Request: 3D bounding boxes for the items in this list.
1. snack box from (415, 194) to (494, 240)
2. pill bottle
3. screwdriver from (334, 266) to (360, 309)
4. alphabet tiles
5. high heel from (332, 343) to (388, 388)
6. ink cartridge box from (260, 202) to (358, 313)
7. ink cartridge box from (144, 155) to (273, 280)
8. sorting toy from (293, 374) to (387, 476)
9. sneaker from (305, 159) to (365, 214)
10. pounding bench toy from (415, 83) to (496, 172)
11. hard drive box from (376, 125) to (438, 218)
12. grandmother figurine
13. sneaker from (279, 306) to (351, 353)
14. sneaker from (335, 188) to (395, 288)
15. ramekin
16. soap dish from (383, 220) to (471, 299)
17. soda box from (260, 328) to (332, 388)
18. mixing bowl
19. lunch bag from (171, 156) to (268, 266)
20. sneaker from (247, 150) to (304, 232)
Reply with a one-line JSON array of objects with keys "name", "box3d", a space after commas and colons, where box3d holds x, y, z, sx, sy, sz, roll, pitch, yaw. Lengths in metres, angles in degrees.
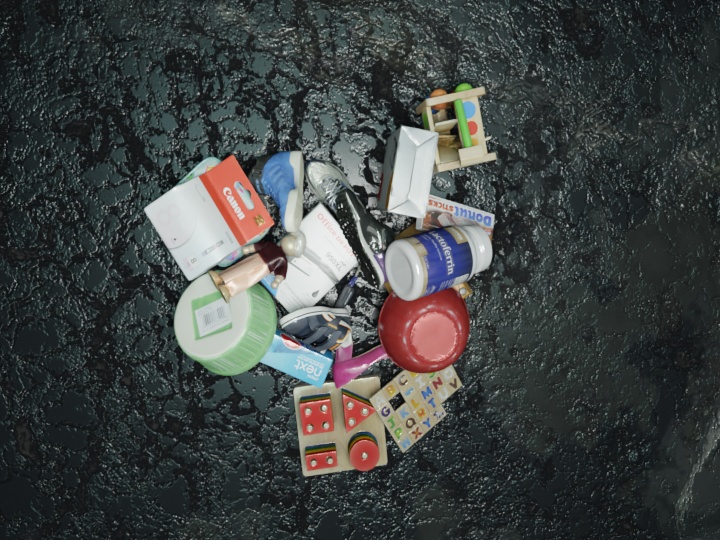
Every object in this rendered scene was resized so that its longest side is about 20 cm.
[{"name": "snack box", "box3d": [0.201, -0.103, 1.198, 0.196, 0.024, 0.074, 11, 82, -32]}, {"name": "pill bottle", "box3d": [0.154, -0.022, 1.108, 0.196, 0.115, 0.119, -16, 99, -29]}, {"name": "screwdriver", "box3d": [0.000, 0.000, 1.226, 0.029, 0.028, 0.203, 29, 102, -15]}, {"name": "alphabet tiles", "box3d": [0.132, 0.280, 1.257, 0.198, 0.008, 0.169, -37, 115, -12]}, {"name": "high heel", "box3d": [0.037, 0.206, 1.233, 0.194, 0.067, 0.099, 1, 77, -1]}, {"name": "ink cartridge box", "box3d": [-0.108, -0.021, 1.197, 0.200, 0.084, 0.145, -43, 98, 1]}, {"name": "ink cartridge box", "box3d": [-0.294, -0.104, 1.112, 0.197, 0.057, 0.165, -32, 95, 6]}, {"name": "sorting toy", "box3d": [-0.042, 0.349, 1.252, 0.193, 0.070, 0.206, -7, 97, -4]}, {"name": "sneaker", "box3d": [-0.039, -0.153, 1.188, 0.077, 0.085, 0.200, -42, 97, 1]}, {"name": "pounding bench toy", "box3d": [0.194, -0.287, 1.134, 0.121, 0.200, 0.161, -12, 98, -3]}, {"name": "hard drive box", "box3d": [0.089, -0.190, 1.136, 0.075, 0.200, 0.161, 9, 95, -5]}, {"name": "grandmother figurine", "box3d": [-0.186, -0.014, 1.097, 0.198, 0.061, 0.122, -33, 71, -19]}, {"name": "sneaker", "box3d": [-0.079, 0.122, 1.160, 0.078, 0.198, 0.081, -29, 70, 31]}, {"name": "sneaker", "box3d": [0.021, -0.075, 1.142, 0.086, 0.075, 0.204, -28, 100, -26]}, {"name": "ramekin", "box3d": [-0.275, 0.100, 1.144, 0.194, 0.098, 0.206, -6, 69, 15]}, {"name": "soap dish", "box3d": [0.131, 0.013, 1.223, 0.156, 0.081, 0.202, -35, 97, 0]}, {"name": "soda box", "box3d": [-0.160, 0.175, 1.226, 0.196, 0.064, 0.069, 25, 94, -8]}, {"name": "mixing bowl", "box3d": [0.136, 0.120, 1.140, 0.194, 0.108, 0.207, 0, 96, -4]}, {"name": "lunch bag", "box3d": [-0.294, -0.119, 1.174, 0.160, 0.077, 0.201, -40, 97, 3]}, {"name": "sneaker", "box3d": [-0.173, -0.158, 1.144, 0.108, 0.078, 0.204, -3, 57, 2]}]
